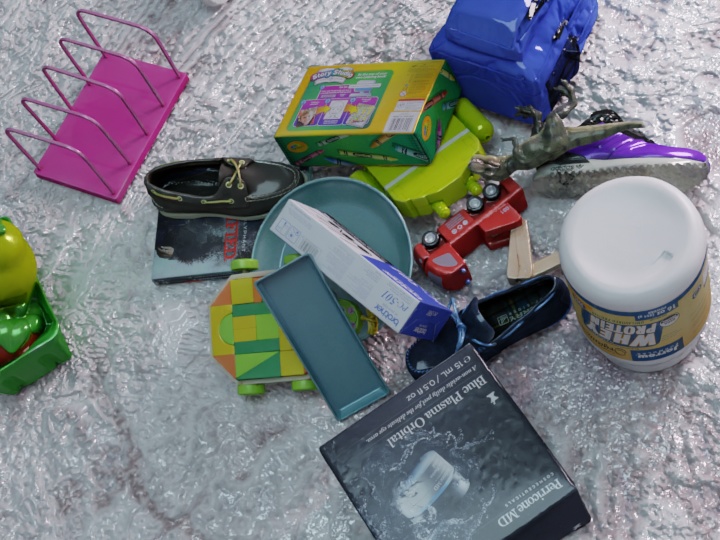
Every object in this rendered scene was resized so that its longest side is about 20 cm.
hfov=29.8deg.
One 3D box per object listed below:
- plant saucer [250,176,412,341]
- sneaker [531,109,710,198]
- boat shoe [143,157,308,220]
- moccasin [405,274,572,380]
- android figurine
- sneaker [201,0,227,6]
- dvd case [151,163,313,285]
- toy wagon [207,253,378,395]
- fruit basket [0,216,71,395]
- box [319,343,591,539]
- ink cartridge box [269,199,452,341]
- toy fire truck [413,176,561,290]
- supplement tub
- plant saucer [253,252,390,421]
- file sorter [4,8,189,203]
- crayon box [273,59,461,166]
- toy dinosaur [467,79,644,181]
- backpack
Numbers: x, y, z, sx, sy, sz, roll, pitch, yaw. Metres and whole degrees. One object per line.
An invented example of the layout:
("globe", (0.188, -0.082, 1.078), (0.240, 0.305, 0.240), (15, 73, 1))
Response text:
("plant saucer", (-0.030, -0.007, 1.572), (0.199, 0.036, 0.201), (-3, 80, 18))
("sneaker", (0.297, -0.141, 1.546), (0.199, 0.070, 0.100), (1, 62, 17))
("boat shoe", (-0.165, -0.103, 1.647), (0.200, 0.061, 0.072), (-5, 62, 14))
("moccasin", (0.134, 0.054, 1.495), (0.199, 0.068, 0.081), (-31, 59, 2))
("android figurine", (0.073, -0.133, 1.605), (0.182, 0.041, 0.200), (-36, 45, -3))
("sneaker", (-0.220, -0.443, 1.871), (0.082, 0.074, 0.201), (-24, 60, 39))
("dvd case", (-0.158, -0.058, 1.670), (0.199, 0.022, 0.147), (-5, 63, 13))
("toy wagon", (-0.078, 0.059, 1.537), (0.199, 0.040, 0.156), (-6, 84, 21))
("fruit basket", (-0.441, 0.025, 1.611), (0.155, 0.216, 0.216), (-32, 59, -1))
("box", (0.097, 0.220, 1.395), (0.196, 0.118, 0.200), (-35, 60, -2))
("ink cartridge box", (0.000, 0.000, 1.481), (0.200, 0.094, 0.044), (39, 99, 26))
("toy fire truck", (0.174, -0.031, 1.538), (0.200, 0.049, 0.141), (-38, 59, -5))
("supplement tub", (0.287, 0.010, 1.395), (0.144, 0.200, 0.145), (-7, 61, 14))
("plant saucer", (-0.041, 0.072, 1.483), (0.070, 0.201, 0.019), (-29, 24, 2))
("file sorter", (-0.344, -0.217, 1.747), (0.138, 0.126, 0.201), (18, 70, 24))
("crayon box", (0.008, -0.188, 1.621), (0.199, 0.058, 0.119), (2, 54, 32))
("toy dinosaur", (0.216, -0.161, 1.532), (0.199, 0.047, 0.089), (-18, 60, 16))
("backpack", (0.195, -0.303, 1.607), (0.162, 0.168, 0.200), (25, 69, 19))
